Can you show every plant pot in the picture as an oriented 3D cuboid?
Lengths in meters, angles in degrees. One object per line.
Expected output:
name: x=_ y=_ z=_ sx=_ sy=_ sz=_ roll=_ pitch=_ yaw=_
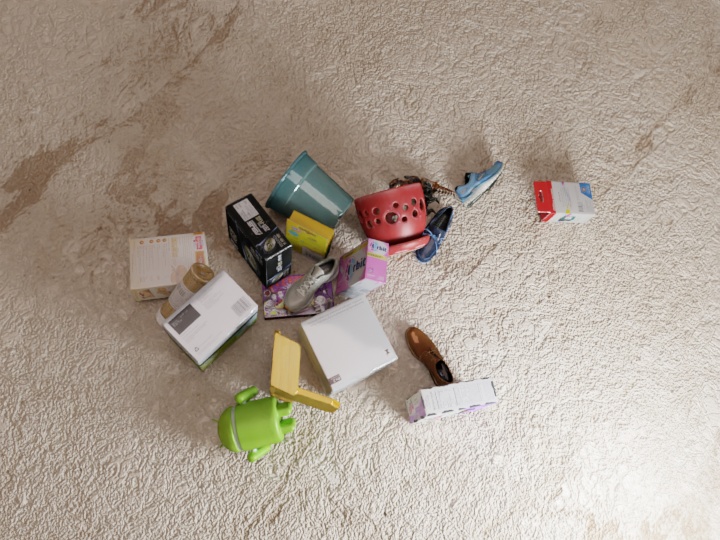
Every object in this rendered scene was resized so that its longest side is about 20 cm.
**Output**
plant pot: x=0.096 y=-0.143 z=1.595 sx=0.199 sy=0.200 sz=0.184 roll=-16 pitch=97 yaw=-15
plant pot: x=-0.137 y=-0.204 z=1.596 sx=0.196 sy=0.200 sz=0.201 roll=37 pitch=69 yaw=-5

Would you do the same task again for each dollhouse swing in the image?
dollhouse swing: x=-0.141 y=0.261 z=1.414 sx=0.174 sy=0.200 sz=0.183 roll=4 pitch=70 yaw=-7

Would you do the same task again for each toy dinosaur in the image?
toy dinosaur: x=0.192 y=-0.247 z=1.716 sx=0.199 sy=0.102 sz=0.136 roll=-11 pitch=54 yaw=9

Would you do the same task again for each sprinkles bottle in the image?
sprinkles bottle: x=-0.455 y=0.068 z=1.435 sx=0.068 sy=0.200 sz=0.068 roll=33 pitch=28 yaw=-20

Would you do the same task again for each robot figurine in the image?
robot figurine: x=-0.265 y=0.385 z=1.387 sx=0.199 sy=0.116 sz=0.177 roll=-13 pitch=93 yaw=-3

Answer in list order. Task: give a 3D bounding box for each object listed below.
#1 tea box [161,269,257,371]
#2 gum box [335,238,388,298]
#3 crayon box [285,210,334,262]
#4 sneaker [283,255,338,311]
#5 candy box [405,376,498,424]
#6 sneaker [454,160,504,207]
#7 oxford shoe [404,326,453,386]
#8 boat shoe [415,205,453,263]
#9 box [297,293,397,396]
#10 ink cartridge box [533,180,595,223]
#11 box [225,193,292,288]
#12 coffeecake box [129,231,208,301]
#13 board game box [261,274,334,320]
tea box: x=-0.379 y=0.133 z=1.419 sx=0.134 sy=0.197 sz=0.200 roll=45 pitch=71 yaw=3
gum box: x=0.000 y=0.000 z=1.538 sx=0.066 sy=0.200 sz=0.114 roll=14 pitch=69 yaw=-23
crayon box: x=-0.142 y=-0.095 z=1.539 sx=0.126 sy=0.200 sz=0.051 roll=27 pitch=71 yaw=0
sneaker: x=-0.137 y=0.027 z=1.528 sx=0.076 sy=0.092 sz=0.200 roll=41 pitch=69 yaw=8
candy box: x=0.236 y=0.345 z=1.468 sx=0.198 sy=0.168 sz=0.072 roll=-8 pitch=70 yaw=-12
sneaker: x=0.380 y=-0.295 z=1.770 sx=0.200 sy=0.078 sz=0.090 roll=-41 pitch=79 yaw=-20
oxford shoe: x=0.199 y=0.237 z=1.554 sx=0.071 sy=0.071 sz=0.200 roll=-33 pitch=78 yaw=-17
boat shoe: x=0.221 y=-0.119 z=1.683 sx=0.084 sy=0.069 sz=0.201 roll=24 pitch=69 yaw=-1
box: x=-0.039 y=0.202 z=1.491 sx=0.198 sy=0.131 sz=0.201 roll=-24 pitch=76 yaw=-17
ink cartridge box: x=0.645 y=-0.222 z=1.794 sx=0.198 sy=0.067 sz=0.117 roll=2 pitch=70 yaw=-9
box: x=-0.279 y=-0.080 z=1.517 sx=0.086 sy=0.164 sz=0.200 roll=-32 pitch=72 yaw=-23
coffeecake box: x=-0.515 y=-0.013 z=1.504 sx=0.198 sy=0.073 sz=0.154 roll=-7 pitch=63 yaw=-12
board game box: x=-0.177 y=0.072 z=1.570 sx=0.198 sy=0.032 sz=0.121 roll=-5 pitch=67 yaw=-11
